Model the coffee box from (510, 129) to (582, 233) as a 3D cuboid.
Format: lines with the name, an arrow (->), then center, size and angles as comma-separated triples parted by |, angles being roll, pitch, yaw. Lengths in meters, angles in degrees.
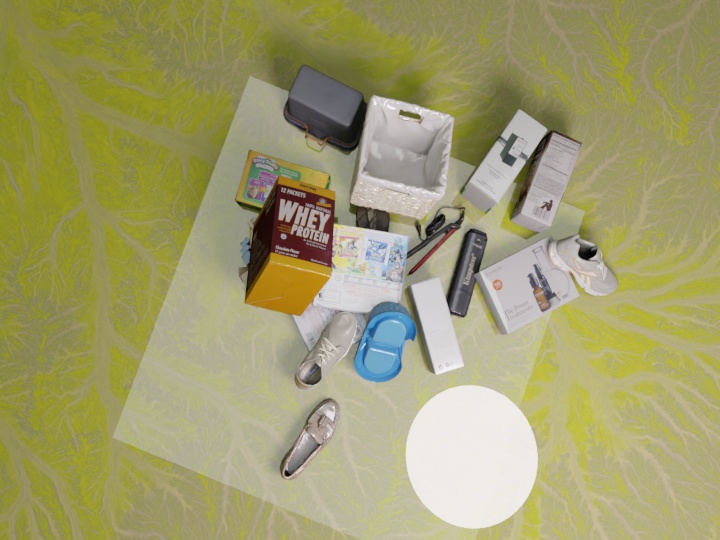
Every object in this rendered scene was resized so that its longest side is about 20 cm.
coffee box -> 0.419, -0.199, 1.666 | 0.078, 0.113, 0.205 | 22, 85, 1

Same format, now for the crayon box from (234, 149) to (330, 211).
crayon box -> -0.177, -0.186, 1.681 | 0.195, 0.058, 0.122 | 17, 85, 1

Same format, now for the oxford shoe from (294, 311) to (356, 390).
oxford shoe -> -0.074, 0.179, 1.611 | 0.075, 0.058, 0.201 | 38, 85, 4

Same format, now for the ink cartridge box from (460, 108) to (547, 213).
ink cartridge box -> 0.319, -0.242, 1.651 | 0.082, 0.147, 0.202 | 36, 85, 3

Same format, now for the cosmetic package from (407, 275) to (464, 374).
cosmetic package -> 0.166, 0.123, 1.642 | 0.069, 0.101, 0.205 | -16, 87, -3

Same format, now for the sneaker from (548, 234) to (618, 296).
sneaker -> 0.515, -0.011, 1.637 | 0.197, 0.092, 0.077 | 29, 60, -20

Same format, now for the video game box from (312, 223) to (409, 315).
video game box -> 0.000, 0.000, 1.624 | 0.194, 0.047, 0.188 | 9, 92, -3

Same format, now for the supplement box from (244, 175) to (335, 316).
supplement box -> -0.148, -0.048, 1.546 | 0.129, 0.198, 0.205 | 13, 59, -19

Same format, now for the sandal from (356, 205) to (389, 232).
sandal -> 0.037, -0.076, 1.680 | 0.080, 0.055, 0.205 | -17, 94, -12

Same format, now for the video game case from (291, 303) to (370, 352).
video game case -> -0.066, 0.080, 1.668 | 0.178, 0.045, 0.204 | -26, 87, -2

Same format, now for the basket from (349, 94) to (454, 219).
basket -> 0.086, -0.239, 1.610 | 0.193, 0.161, 0.205 | 12, 69, -6

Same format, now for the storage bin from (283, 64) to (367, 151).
storage bin -> -0.082, -0.367, 1.660 | 0.196, 0.134, 0.148 | 26, 85, 2

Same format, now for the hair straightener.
hair straightener -> 0.162, -0.085, 1.687 | 0.199, 0.041, 0.077 | -43, 88, -4

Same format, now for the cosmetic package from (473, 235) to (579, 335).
cosmetic package -> 0.376, 0.033, 1.665 | 0.196, 0.052, 0.154 | -26, 84, -11

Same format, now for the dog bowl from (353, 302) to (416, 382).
dog bowl -> 0.052, 0.156, 1.613 | 0.108, 0.050, 0.203 | 13, 123, -10

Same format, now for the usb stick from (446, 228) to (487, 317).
usb stick -> 0.243, 0.007, 1.686 | 0.054, 0.033, 0.205 | 17, 85, 0

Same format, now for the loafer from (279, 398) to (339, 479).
loafer -> -0.110, 0.380, 1.635 | 0.071, 0.063, 0.202 | 35, 86, 1

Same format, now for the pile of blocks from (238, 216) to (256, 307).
pile of blocks -> -0.242, -0.020, 1.665 | 0.080, 0.062, 0.206 | -8, 85, -2
